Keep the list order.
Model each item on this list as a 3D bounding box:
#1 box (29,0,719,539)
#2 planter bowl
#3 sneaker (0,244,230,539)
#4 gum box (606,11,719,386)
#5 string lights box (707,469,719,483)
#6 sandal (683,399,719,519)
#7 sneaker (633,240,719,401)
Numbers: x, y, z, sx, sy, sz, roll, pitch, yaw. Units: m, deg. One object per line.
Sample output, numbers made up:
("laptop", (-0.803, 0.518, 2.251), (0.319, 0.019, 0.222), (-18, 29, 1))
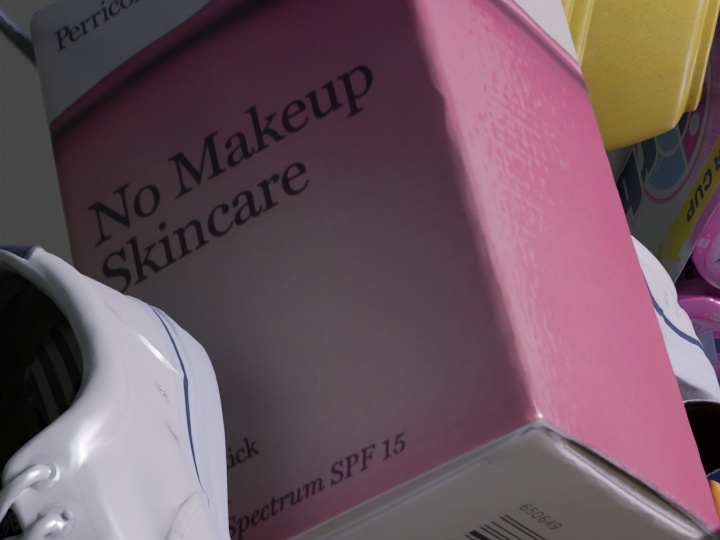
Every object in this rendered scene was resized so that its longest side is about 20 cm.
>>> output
("box", (0.000, 0.000, 0.820), (0.109, 0.127, 0.201), (33, 35, -50))
("planter bowl", (0.093, -0.110, 1.083), (0.200, 0.083, 0.202), (12, 90, -84))
("sneaker", (-0.065, 0.076, 0.674), (0.071, 0.073, 0.200), (33, 25, -37))
("gum box", (0.150, -0.048, 1.169), (0.066, 0.200, 0.114), (9, 45, -16))
("string lights box", (0.183, 0.084, 1.250), (0.103, 0.059, 0.201), (47, 26, -39))
("sandal", (0.116, 0.079, 1.026), (0.206, 0.059, 0.079), (30, 34, -52))
("sneaker", (0.067, 0.009, 1.049), (0.071, 0.073, 0.200), (64, 9, 31))
